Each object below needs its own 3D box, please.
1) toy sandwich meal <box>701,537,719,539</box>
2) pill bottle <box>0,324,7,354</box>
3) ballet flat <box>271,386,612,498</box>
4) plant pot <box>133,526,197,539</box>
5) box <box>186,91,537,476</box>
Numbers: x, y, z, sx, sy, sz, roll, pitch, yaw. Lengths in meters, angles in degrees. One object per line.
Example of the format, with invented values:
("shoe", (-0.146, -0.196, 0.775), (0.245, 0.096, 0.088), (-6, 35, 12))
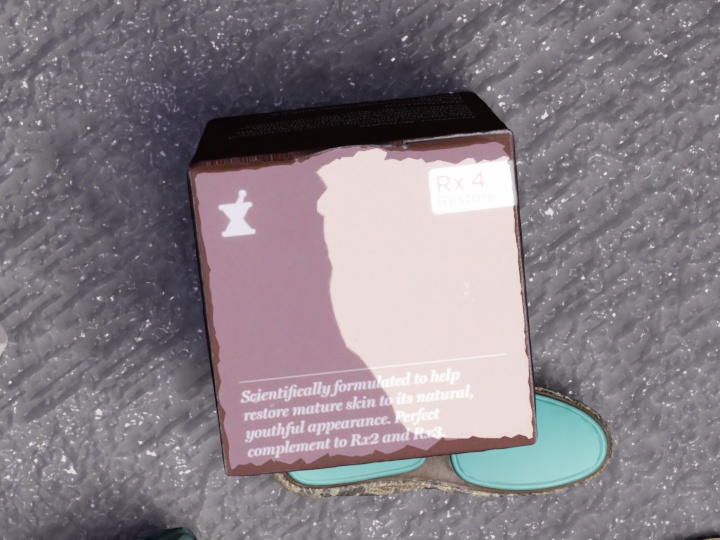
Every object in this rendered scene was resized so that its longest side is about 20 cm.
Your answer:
("toy sandwich meal", (0.227, 0.260, 1.225), (0.205, 0.070, 0.205), (0, 101, -2))
("pill bottle", (-0.292, 0.098, 1.158), (0.116, 0.116, 0.200), (33, 98, -7))
("ballet flat", (0.043, 0.100, 1.190), (0.200, 0.075, 0.068), (-3, 86, -6))
("plant pot", (-0.123, 0.265, 1.164), (0.200, 0.200, 0.196), (-25, 93, 3))
("box", (0.000, 0.000, 1.106), (0.166, 0.200, 0.164), (-6, 101, 0))
